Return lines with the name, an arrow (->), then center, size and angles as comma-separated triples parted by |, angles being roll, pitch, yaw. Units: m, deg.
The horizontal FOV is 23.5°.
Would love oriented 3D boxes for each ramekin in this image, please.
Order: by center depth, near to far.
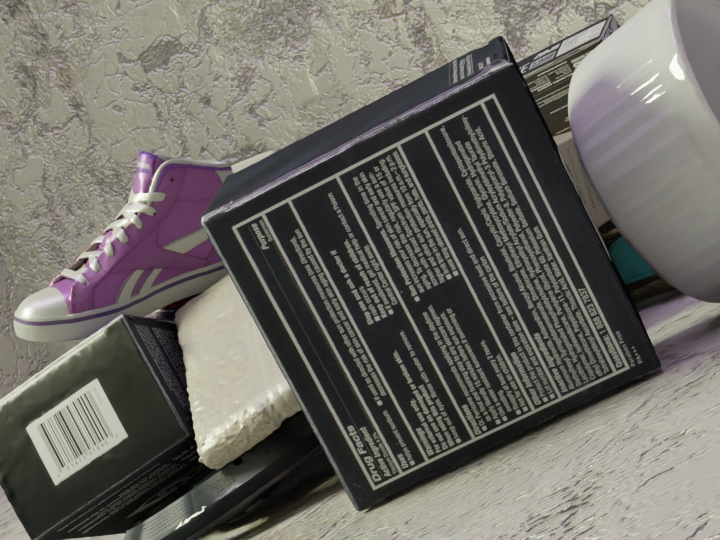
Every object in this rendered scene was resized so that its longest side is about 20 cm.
ramekin -> 0.218, -0.078, 1.073 | 0.097, 0.201, 0.200 | -34, -3, 33

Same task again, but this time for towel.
towel -> -0.065, 0.049, 1.198 | 0.132, 0.035, 0.200 | -36, 28, 9

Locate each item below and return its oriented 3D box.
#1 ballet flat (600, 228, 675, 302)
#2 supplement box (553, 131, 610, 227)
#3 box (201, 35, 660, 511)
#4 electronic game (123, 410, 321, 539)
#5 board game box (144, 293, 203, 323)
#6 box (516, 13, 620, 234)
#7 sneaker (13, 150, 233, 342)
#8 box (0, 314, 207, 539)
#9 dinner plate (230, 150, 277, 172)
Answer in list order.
ballet flat -> 0.199, -0.002, 1.293 | 0.070, 0.071, 0.200 | -28, 2, -35
supplement box -> 0.099, -0.042, 1.256 | 0.125, 0.074, 0.200 | -15, 6, 28
box -> 0.042, -0.002, 1.022 | 0.197, 0.201, 0.123 | -26, 12, 8
electronic game -> -0.086, 0.151, 1.214 | 0.199, 0.042, 0.200 | -34, -1, 0
board game box -> -0.078, 0.038, 1.349 | 0.199, 0.033, 0.120 | 5, -9, 31
box -> 0.150, -0.087, 1.369 | 0.199, 0.158, 0.050 | -25, 19, 30
sneaker -> -0.175, -0.025, 1.279 | 0.199, 0.115, 0.072 | -24, 22, -29
box -> -0.171, 0.121, 1.308 | 0.147, 0.105, 0.200 | -34, -14, 10
dinner plate -> -0.129, -0.067, 1.501 | 0.199, 0.024, 0.200 | -25, 8, 3
